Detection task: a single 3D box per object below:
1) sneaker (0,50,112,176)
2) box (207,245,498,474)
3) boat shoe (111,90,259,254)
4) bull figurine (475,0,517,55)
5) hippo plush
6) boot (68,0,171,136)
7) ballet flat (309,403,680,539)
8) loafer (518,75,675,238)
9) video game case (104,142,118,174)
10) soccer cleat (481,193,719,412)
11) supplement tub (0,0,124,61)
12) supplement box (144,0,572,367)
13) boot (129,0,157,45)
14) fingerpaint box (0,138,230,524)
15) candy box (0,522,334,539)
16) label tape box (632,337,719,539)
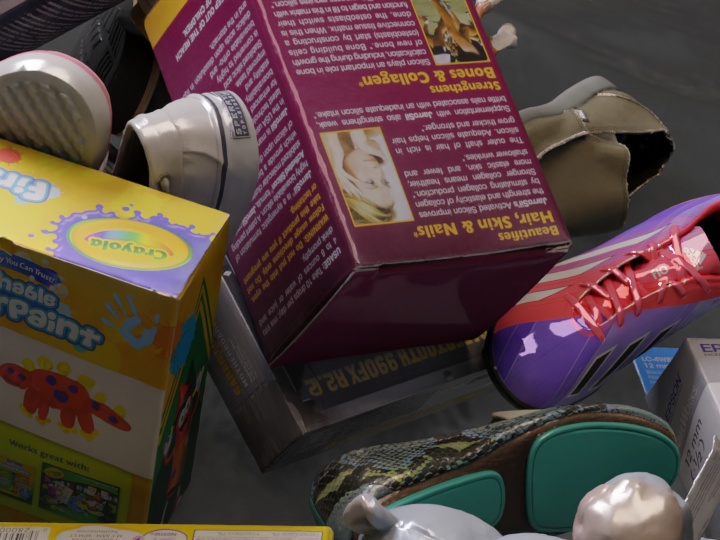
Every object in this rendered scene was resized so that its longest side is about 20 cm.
[{"bbox_3d":[-0.157,-0.066,1.417,0.075,0.200,0.105,31,53,-4],"label":"sneaker"},{"bbox_3d":[0.000,0.000,1.509,0.199,0.048,0.159,-18,73,-38],"label":"box"},{"bbox_3d":[-0.104,-0.004,1.407,0.065,0.200,0.072,-9,57,-28],"label":"boat shoe"},{"bbox_3d":[0.004,-0.178,1.818,0.121,0.065,0.200,-21,45,-42],"label":"bull figurine"},{"bbox_3d":[0.063,0.139,1.285,0.160,0.160,0.201,10,51,17],"label":"hippo plush"},{"bbox_3d":[-0.092,-0.101,1.692,0.138,0.078,0.200,25,21,-16],"label":"boot"},{"bbox_3d":[0.062,0.096,1.435,0.199,0.075,0.074,-9,39,-33],"label":"ballet flat"},{"bbox_3d":[0.119,-0.055,1.664,0.069,0.076,0.200,22,34,22],"label":"loafer"},{"bbox_3d":[-0.202,-0.072,1.587,0.200,0.017,0.143,41,30,23],"label":"video game case"},{"bbox_3d":[0.141,0.009,1.508,0.200,0.073,0.068,-28,87,-39],"label":"soccer cleat"},{"bbox_3d":[-0.173,-0.194,1.551,0.140,0.199,0.141,28,51,-41],"label":"supplement tub"},{"bbox_3d":[-0.004,-0.068,1.448,0.130,0.103,0.201,-5,64,-34],"label":"supplement box"},{"bbox_3d":[-0.014,-0.162,1.622,0.199,0.156,0.073,20,22,-44],"label":"boot"},{"bbox_3d":[-0.171,0.026,1.367,0.199,0.168,0.073,18,38,10],"label":"fingerpaint box"},{"bbox_3d":[-0.114,0.150,1.296,0.199,0.027,0.102,0,35,6],"label":"candy box"},{"bbox_3d":[0.234,0.079,1.514,0.142,0.066,0.200,2,36,-15],"label":"label tape box"}]
